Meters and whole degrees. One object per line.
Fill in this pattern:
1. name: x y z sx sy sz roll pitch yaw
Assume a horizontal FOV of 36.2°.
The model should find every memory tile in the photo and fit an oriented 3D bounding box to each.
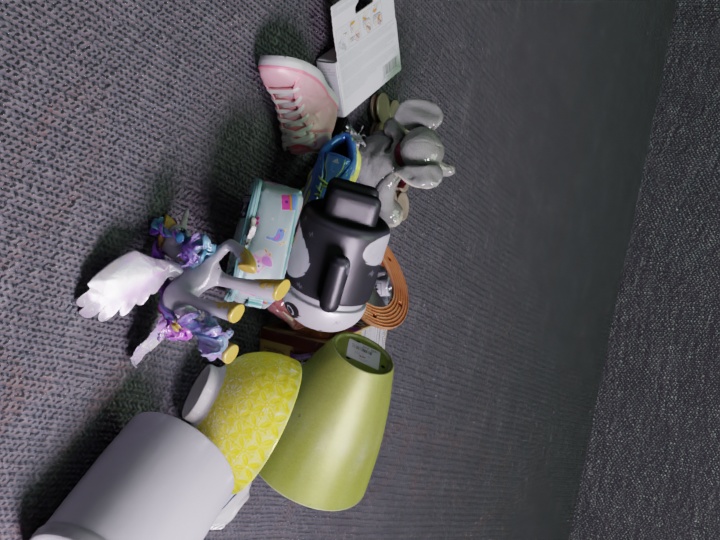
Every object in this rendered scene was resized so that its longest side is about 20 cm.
1. memory tile: 0.050 -0.192 1.880 0.153 0.017 0.202 10 83 -64

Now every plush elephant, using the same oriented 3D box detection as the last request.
1. plush elephant: 0.077 -0.177 1.743 0.200 0.153 0.166 36 60 -57

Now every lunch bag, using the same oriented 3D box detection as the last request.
1. lunch bag: -0.132 -0.028 1.454 0.200 0.076 0.162 139 -34 -79

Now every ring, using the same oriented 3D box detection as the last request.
1. ring: 0.000 0.000 1.649 0.200 0.019 0.202 37 35 -32

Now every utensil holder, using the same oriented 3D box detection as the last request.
1. utensil holder: -0.263 0.293 1.302 0.200 0.168 0.171 -54 143 -42

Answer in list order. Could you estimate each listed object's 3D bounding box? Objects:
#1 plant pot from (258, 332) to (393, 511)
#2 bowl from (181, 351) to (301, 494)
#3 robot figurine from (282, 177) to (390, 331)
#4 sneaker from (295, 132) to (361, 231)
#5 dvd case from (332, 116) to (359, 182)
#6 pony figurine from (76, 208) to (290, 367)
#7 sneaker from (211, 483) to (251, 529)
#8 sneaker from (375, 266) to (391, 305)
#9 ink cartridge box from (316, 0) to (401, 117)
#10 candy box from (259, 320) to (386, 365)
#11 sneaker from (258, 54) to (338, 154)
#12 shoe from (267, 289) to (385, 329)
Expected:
1. plant pot: -0.038 0.192 1.524 0.187 0.186 0.201 -21 142 -59
2. bowl: -0.173 0.185 1.477 0.107 0.200 0.201 30 65 -15
3. robot figurine: -0.035 -0.018 1.461 0.150 0.124 0.202 -14 127 -55
4. sneaker: -0.057 -0.112 1.558 0.105 0.075 0.201 94 16 -65
5. dvd case: -0.034 -0.123 1.724 0.143 0.017 0.201 69 29 -41
6. pony figurine: -0.214 0.028 1.322 0.194 0.199 0.167 -52 149 -17
7. sneaker: -0.205 0.328 1.524 0.200 0.072 0.072 -28 120 -57
8. sneaker: -0.021 0.026 1.733 0.200 0.114 0.076 -27 122 -57
9. ink cartridge box: -0.005 -0.358 1.719 0.200 0.043 0.175 -46 137 -47
10. candy box: -0.054 0.104 1.695 0.200 0.116 0.057 -14 113 -61
11. sneaker: -0.088 -0.226 1.564 0.200 0.075 0.106 34 63 -65
12. shoe: -0.054 0.045 1.647 0.091 0.072 0.199 -44 140 22
